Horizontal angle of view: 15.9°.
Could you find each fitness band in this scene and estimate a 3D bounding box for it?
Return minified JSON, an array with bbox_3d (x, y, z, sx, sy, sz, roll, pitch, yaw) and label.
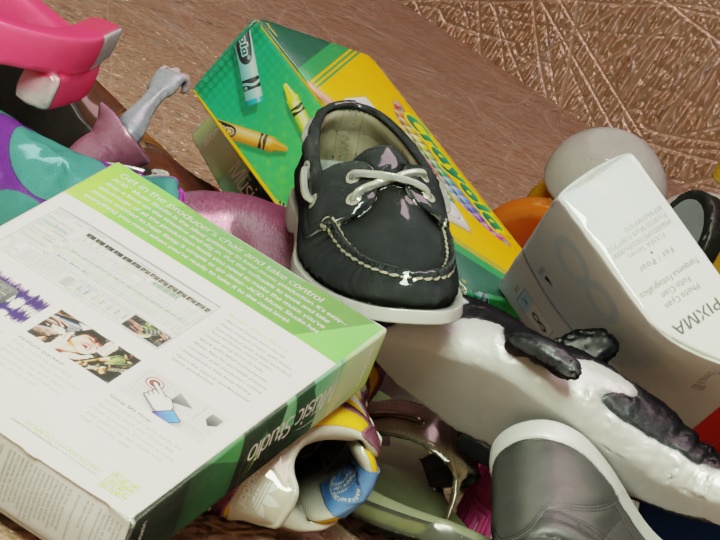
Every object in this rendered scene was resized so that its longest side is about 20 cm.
[{"bbox_3d":[-0.190,-0.123,1.207,0.143,0.037,0.200,25,10,2],"label":"fitness band"}]

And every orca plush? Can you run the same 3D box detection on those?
[{"bbox_3d":[0.107,0.048,1.158,0.200,0.071,0.105,16,-36,19],"label":"orca plush"}]

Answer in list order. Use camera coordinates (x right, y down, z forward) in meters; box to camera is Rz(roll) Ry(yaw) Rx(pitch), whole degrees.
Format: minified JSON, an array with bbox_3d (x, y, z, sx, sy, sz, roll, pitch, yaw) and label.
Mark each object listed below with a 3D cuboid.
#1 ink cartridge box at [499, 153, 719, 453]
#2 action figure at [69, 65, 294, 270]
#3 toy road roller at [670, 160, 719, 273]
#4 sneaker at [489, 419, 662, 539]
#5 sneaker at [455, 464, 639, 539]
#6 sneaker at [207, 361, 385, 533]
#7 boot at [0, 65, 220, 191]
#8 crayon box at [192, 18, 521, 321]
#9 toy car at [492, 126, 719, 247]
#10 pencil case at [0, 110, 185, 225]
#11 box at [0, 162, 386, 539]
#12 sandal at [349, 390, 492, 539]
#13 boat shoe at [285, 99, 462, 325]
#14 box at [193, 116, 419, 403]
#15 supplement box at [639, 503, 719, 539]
[{"bbox_3d":[0.149,0.056,1.225,0.200,0.047,0.160,57,-15,9],"label":"ink cartridge box"},{"bbox_3d":[-0.119,-0.012,1.276,0.200,0.134,0.149,19,52,-13],"label":"action figure"},{"bbox_3d":[0.256,-0.016,1.368,0.123,0.146,0.200,24,12,-25],"label":"toy road roller"},{"bbox_3d":[0.117,0.166,1.137,0.200,0.071,0.099,48,35,-23],"label":"sneaker"},{"bbox_3d":[0.102,0.107,1.289,0.088,0.081,0.200,28,11,-3],"label":"sneaker"},{"bbox_3d":[-0.024,0.074,1.132,0.090,0.075,0.200,34,21,18],"label":"sneaker"},{"bbox_3d":[-0.107,-0.055,1.495,0.200,0.069,0.188,21,14,-46],"label":"boot"},{"bbox_3d":[0.011,-0.037,1.375,0.200,0.058,0.119,53,20,24],"label":"crayon box"},{"bbox_3d":[0.157,0.019,1.691,0.150,0.175,0.200,-24,50,-40],"label":"toy car"},{"bbox_3d":[-0.178,-0.044,1.180,0.200,0.093,0.085,29,-22,4],"label":"pencil case"},{"bbox_3d":[-0.097,0.033,1.018,0.144,0.036,0.200,32,33,16],"label":"box"},{"bbox_3d":[0.020,0.085,1.227,0.080,0.057,0.201,26,12,-23],"label":"sandal"},{"bbox_3d":[0.004,-0.028,1.163,0.075,0.060,0.200,5,16,-17],"label":"boat shoe"},{"bbox_3d":[0.000,0.000,1.441,0.144,0.036,0.200,22,28,-49],"label":"box"},{"bbox_3d":[0.240,0.133,1.401,0.200,0.134,0.200,19,16,-47],"label":"supplement box"}]
